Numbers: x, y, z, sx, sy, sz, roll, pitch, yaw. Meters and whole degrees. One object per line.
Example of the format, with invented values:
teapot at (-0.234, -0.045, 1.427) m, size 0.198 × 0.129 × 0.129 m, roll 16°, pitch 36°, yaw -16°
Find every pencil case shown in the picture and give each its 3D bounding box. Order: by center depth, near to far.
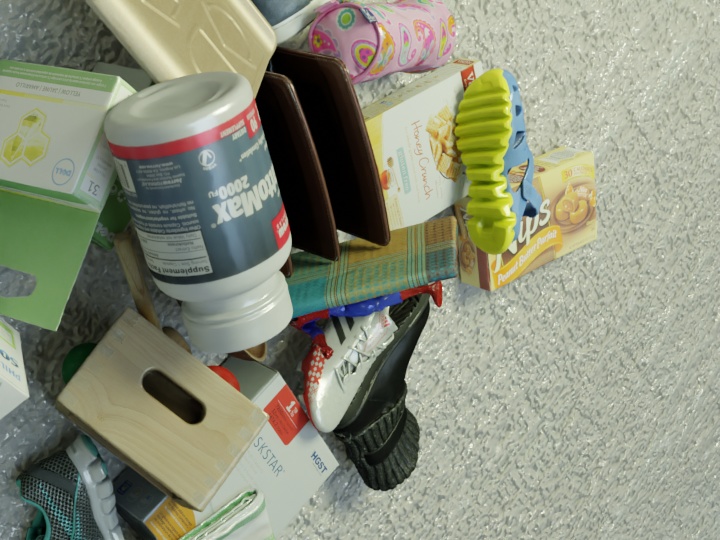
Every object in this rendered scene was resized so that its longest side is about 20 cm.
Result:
pencil case at (0.024, -0.233, 1.285) m, size 0.199 × 0.086 × 0.089 m, roll -22°, pitch 119°, yaw -60°

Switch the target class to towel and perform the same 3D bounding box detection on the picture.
towel at (0.000, 0.000, 1.268) m, size 0.197 × 0.147 × 0.022 m, roll -13°, pitch 111°, yaw 10°
towel at (-0.132, 0.336, 1.292) m, size 0.148 × 0.031 × 0.202 m, roll -32°, pitch 123°, yaw -31°

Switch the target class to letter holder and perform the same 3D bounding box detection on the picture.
letter holder at (-0.063, -0.100, 1.248) m, size 0.100 × 0.141 × 0.202 m, roll -34°, pitch 124°, yaw -30°

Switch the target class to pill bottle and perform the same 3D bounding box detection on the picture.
pill bottle at (-0.119, -0.044, 1.025) m, size 0.119 × 0.119 × 0.202 m, roll -31°, pitch 120°, yaw -32°

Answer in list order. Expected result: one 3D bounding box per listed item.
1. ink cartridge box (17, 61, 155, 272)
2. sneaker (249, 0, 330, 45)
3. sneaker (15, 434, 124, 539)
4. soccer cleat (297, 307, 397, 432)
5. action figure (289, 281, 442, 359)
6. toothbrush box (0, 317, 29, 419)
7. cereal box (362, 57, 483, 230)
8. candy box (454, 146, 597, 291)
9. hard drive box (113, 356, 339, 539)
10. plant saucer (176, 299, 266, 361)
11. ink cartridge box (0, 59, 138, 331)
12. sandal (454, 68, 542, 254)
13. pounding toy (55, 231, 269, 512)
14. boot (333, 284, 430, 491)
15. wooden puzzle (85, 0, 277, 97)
ink cartridge box at (-0.236, -0.080, 1.122) m, size 0.059 × 0.103 × 0.201 m, roll 40°, pitch 75°, yaw -41°
sneaker at (-0.050, -0.333, 1.234) m, size 0.202 × 0.076 × 0.147 m, roll -45°, pitch 131°, yaw -22°
sneaker at (-0.272, 0.255, 1.226) m, size 0.090 × 0.077 × 0.203 m, roll -19°, pitch 113°, yaw -19°
soccer cleat at (-0.006, 0.077, 1.353) m, size 0.069 × 0.084 × 0.202 m, roll 52°, pitch 43°, yaw -39°
action figure at (-0.022, 0.046, 1.296) m, size 0.100 × 0.197 × 0.066 m, roll -76°, pitch 148°, yaw -51°
toothbrush box at (-0.382, 0.093, 0.997) m, size 0.199 × 0.086 × 0.146 m, roll -36°, pitch 130°, yaw 9°
cereal box at (0.068, -0.133, 1.429) m, size 0.199 × 0.039 × 0.146 m, roll -32°, pitch 122°, yaw -32°
candy box at (0.203, -0.066, 1.562) m, size 0.199 × 0.055 × 0.117 m, roll -23°, pitch 117°, yaw -35°
hard drive box at (-0.138, 0.213, 1.320) m, size 0.200 × 0.076 × 0.157 m, roll -48°, pitch 130°, yaw -21°
plant saucer at (-0.147, 0.000, 1.194) m, size 0.036 × 0.201 × 0.201 m, roll -26°, pitch 126°, yaw 5°
ink cartridge box at (-0.270, -0.066, 1.048) m, size 0.048 × 0.144 × 0.202 m, roll 39°, pitch 68°, yaw -55°
sandal at (0.159, -0.125, 1.434) m, size 0.086 × 0.079 × 0.203 m, roll -19°, pitch 114°, yaw -41°
pounding toy at (-0.184, 0.096, 1.147) m, size 0.199 × 0.184 × 0.143 m, roll 39°, pitch 75°, yaw -6°
boot at (0.035, 0.125, 1.450) m, size 0.212 × 0.079 × 0.158 m, roll -55°, pitch 134°, yaw -18°
wooden puzzle at (-0.158, -0.215, 1.118) m, size 0.186 × 0.046 × 0.201 m, roll 49°, pitch 29°, yaw -22°
